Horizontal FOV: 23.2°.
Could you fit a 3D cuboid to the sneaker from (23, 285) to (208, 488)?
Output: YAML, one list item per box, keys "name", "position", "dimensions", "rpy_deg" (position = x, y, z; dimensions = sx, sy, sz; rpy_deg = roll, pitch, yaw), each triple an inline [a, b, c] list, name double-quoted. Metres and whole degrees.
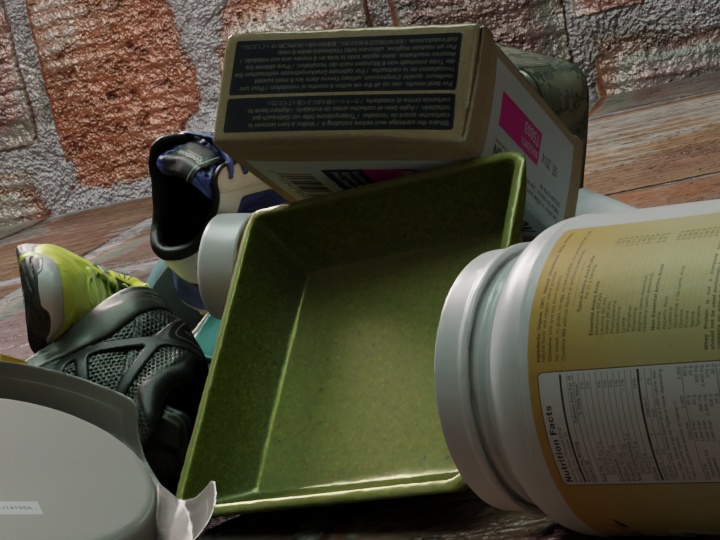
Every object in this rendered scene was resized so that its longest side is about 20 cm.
- name: "sneaker"
  position: [-0.170, 0.106, 1.049]
  dimensions: [0.199, 0.077, 0.114]
  rpy_deg: [-37, 52, -14]

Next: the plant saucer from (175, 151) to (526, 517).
- name: "plant saucer"
  position: [0.005, 0.046, 0.963]
  dimensions: [0.199, 0.201, 0.048]
  rpy_deg: [-12, -37, 37]

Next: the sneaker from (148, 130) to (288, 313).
- name: "sneaker"
  position: [-0.074, -0.070, 1.171]
  dimensions: [0.080, 0.200, 0.115]
  rpy_deg: [34, -5, 28]

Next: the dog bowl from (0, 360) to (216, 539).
- name: "dog bowl"
  position: [-0.169, 0.112, 0.825]
  dimensions: [0.198, 0.059, 0.200]
  rpy_deg: [13, 21, -5]

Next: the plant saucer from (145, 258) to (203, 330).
- name: "plant saucer"
  position: [-0.095, -0.004, 1.399]
  dimensions: [0.199, 0.027, 0.201]
  rpy_deg: [-29, -28, -17]

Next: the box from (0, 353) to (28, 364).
- name: "box"
  position: [-0.273, 0.083, 0.939]
  dimensions: [0.199, 0.120, 0.041]
  rpy_deg: [19, -41, -33]

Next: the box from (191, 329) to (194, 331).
- name: "box"
  position: [-0.176, 0.085, 1.278]
  dimensions: [0.199, 0.049, 0.158]
  rpy_deg: [-8, 9, 33]

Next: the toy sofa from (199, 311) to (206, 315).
- name: "toy sofa"
  position: [-0.029, -0.004, 1.315]
  dimensions: [0.097, 0.084, 0.199]
  rpy_deg: [-9, -11, 32]

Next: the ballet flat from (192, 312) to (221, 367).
- name: "ballet flat"
  position: [-0.101, 0.077, 1.146]
  dimensions: [0.200, 0.070, 0.069]
  rpy_deg: [-44, 21, -22]

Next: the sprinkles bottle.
- name: "sprinkles bottle"
  position: [0.000, 0.000, 1.089]
  dimensions: [0.198, 0.069, 0.068]
  rpy_deg: [2, 13, 20]

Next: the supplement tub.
- name: "supplement tub"
  position: [0.145, 0.042, 0.759]
  dimensions: [0.199, 0.146, 0.144]
  rpy_deg: [-6, 11, 39]

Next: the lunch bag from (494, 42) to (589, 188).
- name: "lunch bag"
  position: [0.043, -0.093, 1.284]
  dimensions: [0.167, 0.141, 0.199]
  rpy_deg: [-14, 26, -41]

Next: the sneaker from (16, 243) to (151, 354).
- name: "sneaker"
  position: [-0.175, 0.020, 1.152]
  dimensions: [0.076, 0.076, 0.200]
  rpy_deg: [-8, -7, 2]

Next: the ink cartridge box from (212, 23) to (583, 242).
- name: "ink cartridge box"
  position: [0.028, -0.077, 1.067]
  dimensions: [0.163, 0.076, 0.200]
  rpy_deg: [2, -16, 25]

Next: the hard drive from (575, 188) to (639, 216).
- name: "hard drive"
  position: [0.142, 0.014, 1.082]
  dimensions: [0.132, 0.026, 0.200]
  rpy_deg: [-38, 25, -10]
